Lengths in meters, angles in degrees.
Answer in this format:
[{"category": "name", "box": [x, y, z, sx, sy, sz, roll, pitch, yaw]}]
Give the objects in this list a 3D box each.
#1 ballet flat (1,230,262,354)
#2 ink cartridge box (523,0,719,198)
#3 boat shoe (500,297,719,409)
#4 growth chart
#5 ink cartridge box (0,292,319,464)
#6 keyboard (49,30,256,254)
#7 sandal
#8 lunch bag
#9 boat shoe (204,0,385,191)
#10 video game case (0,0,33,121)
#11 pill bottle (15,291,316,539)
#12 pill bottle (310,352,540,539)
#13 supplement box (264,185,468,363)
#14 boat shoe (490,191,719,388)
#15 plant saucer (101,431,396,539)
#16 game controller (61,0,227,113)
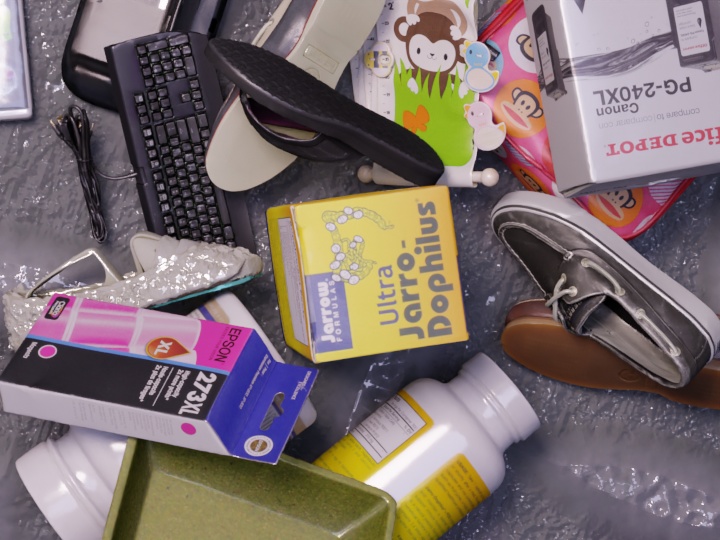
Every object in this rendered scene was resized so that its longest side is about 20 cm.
[{"category": "ballet flat", "box": [-0.174, 0.009, 1.278, 0.200, 0.072, 0.072, -20, 94, 7]}, {"category": "ink cartridge box", "box": [0.204, -0.163, 1.264, 0.145, 0.083, 0.200, -10, 89, -12]}, {"category": "boat shoe", "box": [0.210, 0.054, 1.357, 0.200, 0.070, 0.070, 14, 52, 0]}, {"category": "growth chart", "box": [0.039, -0.155, 1.306, 0.018, 0.145, 0.200, -14, 96, -51]}, {"category": "ink cartridge box", "box": [-0.137, 0.072, 1.192, 0.200, 0.095, 0.037, 11, 132, 13]}, {"category": "keyboard", "box": [-0.154, -0.073, 1.297, 0.127, 0.021, 0.200, -15, 108, -8]}, {"category": "sandal", "box": [-0.030, -0.100, 1.241, 0.200, 0.075, 0.048, 27, 112, -26]}, {"category": "lunch bag", "box": [0.181, -0.136, 1.343, 0.200, 0.082, 0.176, 44, 80, -6]}, {"category": "boat shoe", "box": [-0.055, -0.149, 1.291, 0.071, 0.063, 0.200, 33, 91, -38]}, {"category": "video game case", "box": [-0.350, -0.195, 1.289, 0.200, 0.023, 0.182, -5, 92, -8]}, {"category": "pill bottle", "box": [-0.144, 0.117, 1.277, 0.200, 0.120, 0.120, -35, 96, -6]}, {"category": "pill bottle", "box": [0.036, 0.152, 1.311, 0.200, 0.104, 0.104, -39, 96, -6]}, {"category": "supplement box", "box": [0.000, 0.000, 1.255, 0.109, 0.200, 0.109, -9, 93, -8]}, {"category": "boat shoe", "box": [0.172, 0.013, 1.293, 0.200, 0.071, 0.064, 34, 54, 18]}, {"category": "plant saucer", "box": [-0.086, 0.213, 1.176, 0.200, 0.048, 0.200, 22, 51, -14]}, {"category": "game controller", "box": [-0.152, -0.214, 1.315, 0.104, 0.042, 0.200, 18, 88, 6]}]
